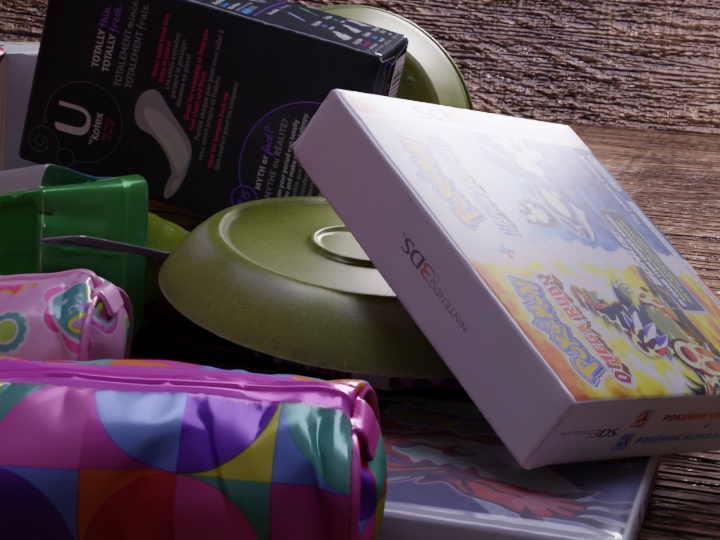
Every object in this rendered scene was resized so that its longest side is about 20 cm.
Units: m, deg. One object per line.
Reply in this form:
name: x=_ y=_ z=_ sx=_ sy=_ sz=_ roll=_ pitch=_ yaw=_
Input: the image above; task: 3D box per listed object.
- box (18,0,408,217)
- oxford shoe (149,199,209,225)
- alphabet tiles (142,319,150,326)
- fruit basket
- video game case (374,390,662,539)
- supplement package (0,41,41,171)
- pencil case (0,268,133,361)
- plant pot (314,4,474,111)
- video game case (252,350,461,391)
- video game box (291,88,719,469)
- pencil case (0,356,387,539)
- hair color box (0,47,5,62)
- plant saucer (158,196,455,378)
box: x=-0.085 y=-0.104 z=0.981 sx=0.199 sy=0.123 sz=0.106 roll=17 pitch=17 yaw=6
oxford shoe: x=-0.066 y=-0.009 z=1.038 sx=0.199 sy=0.074 sz=0.071 roll=15 pitch=18 yaw=6
alphabet tiles: x=-0.155 y=0.012 z=1.116 sx=0.166 sy=0.008 sz=0.200 roll=7 pitch=11 yaw=15
fruit basket: x=-0.137 y=-0.009 z=0.942 sx=0.185 sy=0.094 sz=0.199 roll=-4 pitch=-2 yaw=44
video game case: x=0.027 y=0.087 z=0.724 sx=0.199 sy=0.023 sz=0.182 roll=7 pitch=11 yaw=14
supplement package: x=-0.199 y=-0.076 z=1.127 sx=0.110 sy=0.157 sz=0.199 roll=13 pitch=13 yaw=39
pencil case: x=-0.208 y=0.033 z=0.759 sx=0.199 sy=0.088 sz=0.087 roll=6 pitch=10 yaw=8
plant pot: x=-0.010 y=-0.100 z=1.164 sx=0.199 sy=0.202 sz=0.193 roll=4 pitch=2 yaw=0
video game case: x=0.063 y=0.038 z=0.913 sx=0.199 sy=0.036 sz=0.181 roll=-1 pitch=2 yaw=-26
video game box: x=0.087 y=0.001 z=0.766 sx=0.182 sy=0.047 sz=0.200 roll=0 pitch=44 yaw=-45
pencil case: x=-0.089 y=0.071 z=0.602 sx=0.199 sy=0.089 sz=0.088 roll=5 pitch=10 yaw=4
hair color box: x=-0.211 y=-0.006 z=0.633 sx=0.061 sy=0.201 sz=0.102 roll=27 pitch=7 yaw=-10
plant saucer: x=0.000 y=0.000 z=0.817 sx=0.199 sy=0.031 sz=0.200 roll=7 pitch=20 yaw=-3
